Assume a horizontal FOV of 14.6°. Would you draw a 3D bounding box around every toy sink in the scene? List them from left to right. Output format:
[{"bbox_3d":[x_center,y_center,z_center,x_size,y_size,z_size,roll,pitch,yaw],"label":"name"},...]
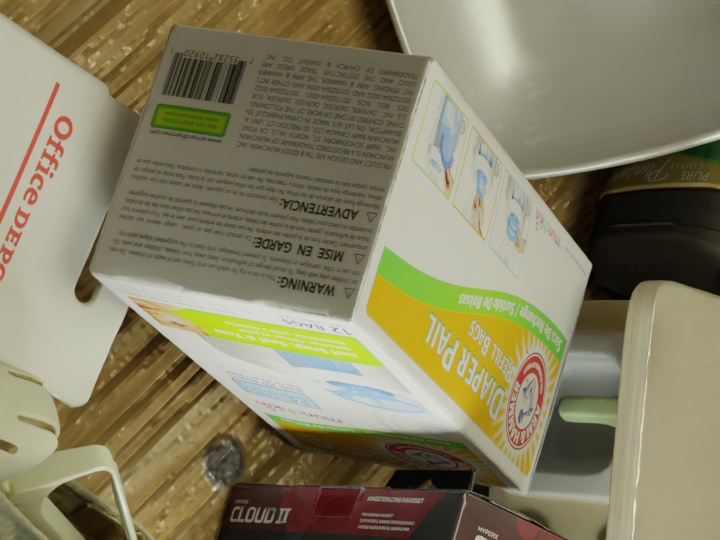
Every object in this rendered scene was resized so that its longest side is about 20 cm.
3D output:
[{"bbox_3d":[0.125,0.083,1.192,0.199,0.111,0.131,15,78,-51],"label":"toy sink"}]

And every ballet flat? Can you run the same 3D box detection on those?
[{"bbox_3d":[-0.125,0.066,0.999,0.200,0.062,0.068,59,11,-53],"label":"ballet flat"}]

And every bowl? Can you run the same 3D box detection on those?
[{"bbox_3d":[0.107,-0.150,1.182,0.075,0.199,0.201,-53,128,-75],"label":"bowl"}]

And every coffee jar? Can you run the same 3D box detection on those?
[{"bbox_3d":[0.175,-0.072,1.262,0.085,0.104,0.201,33,68,-35],"label":"coffee jar"}]

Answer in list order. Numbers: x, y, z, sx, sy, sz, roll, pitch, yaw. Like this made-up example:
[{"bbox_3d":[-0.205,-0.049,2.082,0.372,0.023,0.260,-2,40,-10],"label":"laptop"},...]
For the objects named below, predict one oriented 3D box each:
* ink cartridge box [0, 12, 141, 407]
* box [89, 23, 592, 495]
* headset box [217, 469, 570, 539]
[{"bbox_3d":[-0.169,-0.043,1.005,0.200,0.068,0.116,35,67,-32],"label":"ink cartridge box"},{"bbox_3d":[0.000,0.000,1.065,0.200,0.112,0.102,47,57,-60],"label":"box"},{"bbox_3d":[-0.003,0.169,1.077,0.077,0.148,0.201,29,69,-34],"label":"headset box"}]
